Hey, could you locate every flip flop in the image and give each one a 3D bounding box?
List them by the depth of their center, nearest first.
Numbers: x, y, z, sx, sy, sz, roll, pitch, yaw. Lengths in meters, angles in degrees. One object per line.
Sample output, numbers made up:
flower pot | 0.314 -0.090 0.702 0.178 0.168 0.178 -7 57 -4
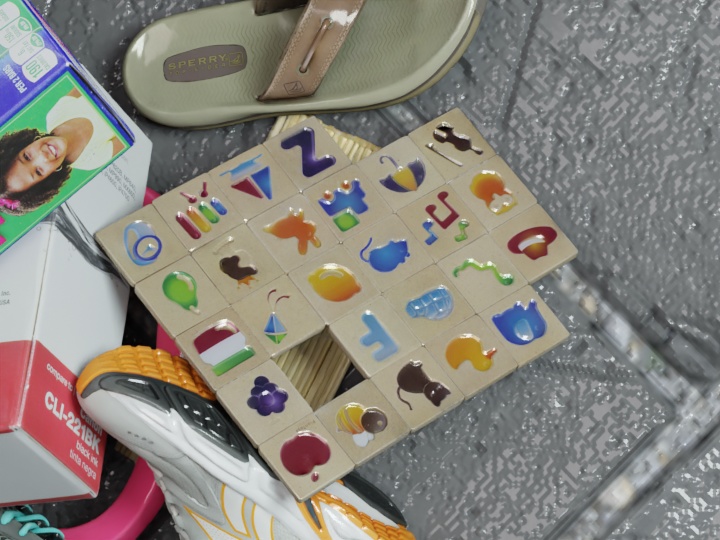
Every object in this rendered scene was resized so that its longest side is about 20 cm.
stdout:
flip flop | -0.032 -0.121 1.407 0.199 0.058 0.082 -10 67 17

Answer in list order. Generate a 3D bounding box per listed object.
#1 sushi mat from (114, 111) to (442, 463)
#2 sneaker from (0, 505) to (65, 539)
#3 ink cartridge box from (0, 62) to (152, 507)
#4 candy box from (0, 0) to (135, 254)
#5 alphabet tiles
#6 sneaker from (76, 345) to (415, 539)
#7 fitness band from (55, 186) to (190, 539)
sushi mat | -0.042 0.022 1.418 0.095 0.012 0.201 26 89 17
sneaker | -0.182 0.136 1.367 0.199 0.078 0.092 -2 80 26
ink cartridge box | -0.192 0.009 1.363 0.144 0.084 0.201 -7 60 24
candy box | -0.231 -0.060 1.323 0.200 0.077 0.169 -41 50 0
alphabet tiles | 0.000 0.000 1.354 0.199 0.008 0.167 -29 69 -26
sneaker | -0.066 0.117 1.338 0.200 0.076 0.092 37 104 -24
fitness band | -0.144 0.049 1.423 0.143 0.037 0.201 2 81 26
